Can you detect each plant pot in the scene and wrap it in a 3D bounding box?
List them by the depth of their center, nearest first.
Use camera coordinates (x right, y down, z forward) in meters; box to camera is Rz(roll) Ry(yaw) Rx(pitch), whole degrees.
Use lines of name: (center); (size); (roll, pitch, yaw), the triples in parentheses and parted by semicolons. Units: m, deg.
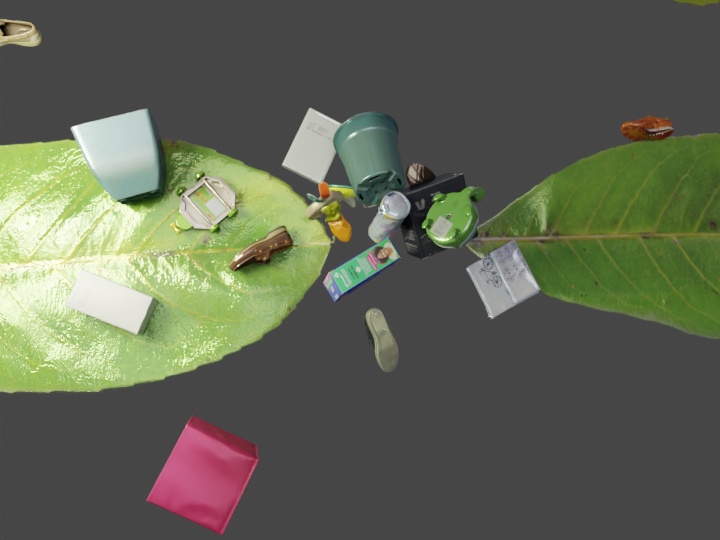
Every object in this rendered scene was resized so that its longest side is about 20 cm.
plant pot: (-0.622, -0.291, 1.454); (0.194, 0.196, 0.202); (-19, 96, -13)
plant pot: (0.035, -0.309, 1.545); (0.198, 0.201, 0.198); (-6, 61, -12)

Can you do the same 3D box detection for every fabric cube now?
fabric cube: (-0.393, 0.510, 1.377); (0.198, 0.200, 0.198); (27, 77, -8)

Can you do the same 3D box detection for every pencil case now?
pencil case: (0.080, -0.147, 1.562); (0.090, 0.200, 0.083); (-35, 80, -19)

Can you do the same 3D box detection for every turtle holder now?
turtle holder: (0.264, -0.148, 1.502); (0.140, 0.131, 0.188); (2, 74, 32)

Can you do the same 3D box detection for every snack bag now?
snack bag: (0.448, 0.026, 1.702); (0.198, 0.021, 0.190); (-26, 88, -13)

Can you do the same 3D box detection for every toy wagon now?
toy wagon: (-0.455, -0.180, 1.542); (0.200, 0.040, 0.155); (-43, 92, -13)

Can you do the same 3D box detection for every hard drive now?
hard drive: (-0.137, -0.376, 1.639); (0.131, 0.027, 0.202); (25, 78, -7)

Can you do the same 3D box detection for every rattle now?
rattle: (-0.084, -0.157, 1.529); (0.129, 0.200, 0.145); (-14, 85, -13)

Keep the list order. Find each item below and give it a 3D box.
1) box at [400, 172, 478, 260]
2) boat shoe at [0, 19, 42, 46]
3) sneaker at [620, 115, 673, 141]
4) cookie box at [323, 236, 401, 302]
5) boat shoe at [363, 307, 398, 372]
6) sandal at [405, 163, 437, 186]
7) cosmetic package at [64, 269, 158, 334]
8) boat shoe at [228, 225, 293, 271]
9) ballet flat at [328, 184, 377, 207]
box: (0.221, -0.165, 1.609); (0.195, 0.117, 0.202); (-21, 105, -14)
boat shoe: (-0.995, -0.663, 1.488); (0.197, 0.065, 0.072); (-6, 83, -12)
sneaker: (0.982, -0.496, 1.868); (0.197, 0.073, 0.078); (-1, 60, -15)
cookie box: (0.000, 0.000, 1.540); (0.199, 0.171, 0.076); (-32, 86, -14)
boat shoe: (0.059, 0.201, 1.581); (0.074, 0.062, 0.202); (-23, 102, -18)
sandal: (0.220, -0.265, 1.684); (0.198, 0.054, 0.081); (21, 91, -23)
cosmetic package: (-0.660, 0.086, 1.440); (0.198, 0.085, 0.109); (25, 79, -8)
boat shoe: (-0.282, -0.052, 1.541); (0.199, 0.072, 0.068); (-34, 88, -16)
ballet flat: (-0.002, -0.223, 1.628); (0.197, 0.067, 0.068); (-1, 96, -12)
